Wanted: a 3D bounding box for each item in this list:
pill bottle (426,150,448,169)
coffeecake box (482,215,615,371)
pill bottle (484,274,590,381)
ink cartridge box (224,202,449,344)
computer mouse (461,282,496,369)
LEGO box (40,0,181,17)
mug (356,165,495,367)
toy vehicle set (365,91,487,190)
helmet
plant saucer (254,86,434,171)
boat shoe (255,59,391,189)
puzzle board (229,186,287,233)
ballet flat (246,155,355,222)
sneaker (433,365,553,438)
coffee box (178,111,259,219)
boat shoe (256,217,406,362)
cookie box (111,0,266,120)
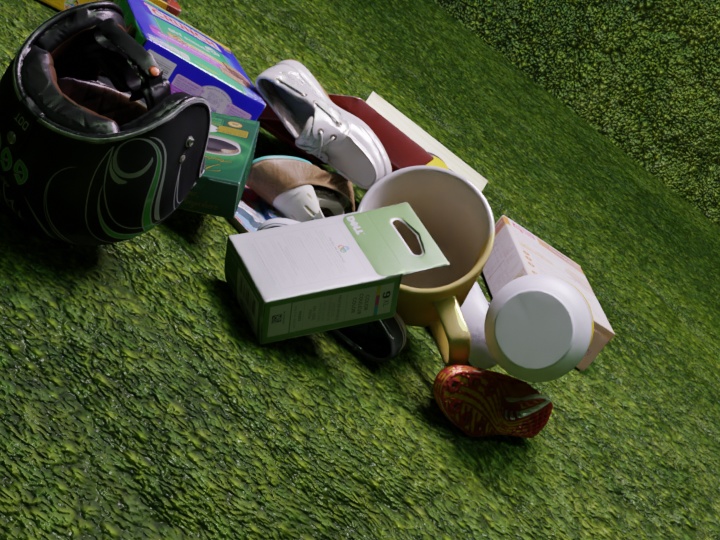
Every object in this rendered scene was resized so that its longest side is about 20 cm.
[{"bbox_3d":[0.089,-0.064,1.879,0.112,0.112,0.200,27,22,-30],"label":"pill bottle"},{"bbox_3d":[0.253,0.029,2.033,0.153,0.073,0.200,31,20,-21],"label":"coffeecake box"},{"bbox_3d":[0.192,0.061,1.564,0.112,0.112,0.200,42,7,8],"label":"pill bottle"},{"bbox_3d":[-0.025,0.001,1.450,0.199,0.060,0.104,-12,44,-22],"label":"ink cartridge box"},{"bbox_3d":[0.107,0.027,1.729,0.200,0.109,0.044,54,6,23],"label":"computer mouse"},{"bbox_3d":[-0.342,-0.374,1.842,0.199,0.077,0.149,24,24,-38],"label":"LEGO box"},{"bbox_3d":[0.062,0.004,1.588,0.148,0.188,0.153,13,-25,5],"label":"mug"},{"bbox_3d":[0.063,-0.144,2.006,0.200,0.124,0.027,37,51,-6],"label":"toy vehicle set"},{"bbox_3d":[-0.231,-0.117,1.286,0.198,0.191,0.201,6,56,-10],"label":"helmet"},{"bbox_3d":[-0.037,-0.173,1.848,0.199,0.037,0.199,11,-12,34],"label":"plant saucer"},{"bbox_3d":[-0.049,-0.163,1.718,0.200,0.071,0.069,44,39,13],"label":"boat shoe"},{"bbox_3d":[-0.143,-0.101,1.682,0.200,0.017,0.150,47,20,19],"label":"puzzle board"},{"bbox_3d":[-0.062,-0.085,1.700,0.200,0.068,0.073,12,51,-63],"label":"ballet flat"},{"bbox_3d":[0.131,0.140,1.588,0.077,0.073,0.200,32,4,38],"label":"sneaker"},{"bbox_3d":[-0.177,-0.120,1.547,0.122,0.044,0.200,11,24,-4],"label":"coffee box"},{"bbox_3d":[-0.035,0.025,1.528,0.200,0.070,0.066,45,17,-5],"label":"boat shoe"},{"bbox_3d":[-0.220,-0.243,1.750,0.171,0.075,0.200,27,16,-30],"label":"cookie box"}]
